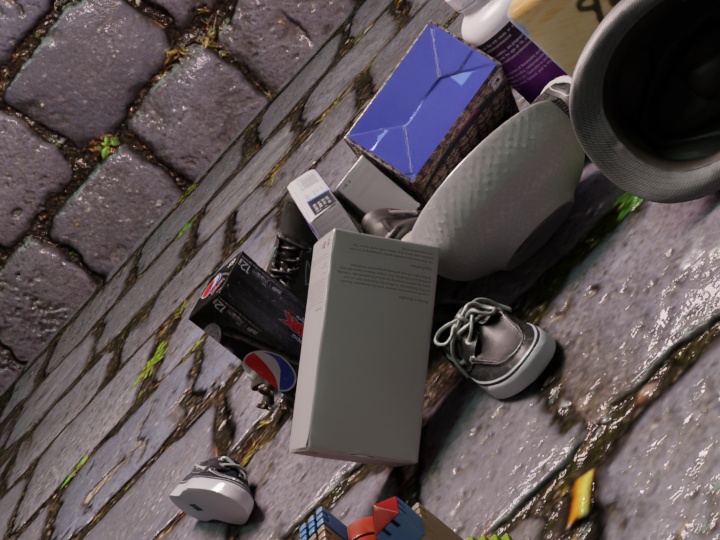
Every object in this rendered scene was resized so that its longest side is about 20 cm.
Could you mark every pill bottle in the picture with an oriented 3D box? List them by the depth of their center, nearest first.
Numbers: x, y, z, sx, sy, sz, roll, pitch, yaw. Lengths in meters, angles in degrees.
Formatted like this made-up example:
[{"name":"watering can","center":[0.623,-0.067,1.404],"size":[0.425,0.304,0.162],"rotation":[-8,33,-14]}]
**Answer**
[{"name":"pill bottle","center":[0.187,-0.251,1.537],"size":[0.112,0.200,0.113],"rotation":[-44,17,17]}]

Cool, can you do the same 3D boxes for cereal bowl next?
[{"name":"cereal bowl","center":[0.144,-0.062,1.372],"size":[0.200,0.083,0.200],"rotation":[-42,-15,-13]}]

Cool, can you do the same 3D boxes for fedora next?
[{"name":"fedora","center":[0.280,-0.156,1.206],"size":[0.200,0.177,0.090],"rotation":[-53,-16,18]}]

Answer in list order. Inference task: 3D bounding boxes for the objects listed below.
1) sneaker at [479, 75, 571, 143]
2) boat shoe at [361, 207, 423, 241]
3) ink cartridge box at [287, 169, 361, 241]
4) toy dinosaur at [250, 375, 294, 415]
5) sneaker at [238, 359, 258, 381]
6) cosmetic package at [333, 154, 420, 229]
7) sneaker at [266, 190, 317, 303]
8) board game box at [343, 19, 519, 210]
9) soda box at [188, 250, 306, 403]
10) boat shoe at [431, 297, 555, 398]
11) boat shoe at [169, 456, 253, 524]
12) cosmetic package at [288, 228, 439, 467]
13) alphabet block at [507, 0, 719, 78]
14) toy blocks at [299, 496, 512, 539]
[{"name":"sneaker","center":[0.175,-0.129,1.494],"size":[0.086,0.081,0.200],"rotation":[-35,-4,-25]},{"name":"boat shoe","center":[0.063,-0.038,1.479],"size":[0.067,0.057,0.200],"rotation":[-53,-19,15]},{"name":"ink cartridge box","center":[0.000,0.000,1.505],"size":[0.043,0.201,0.198],"rotation":[-32,17,-1]},{"name":"toy dinosaur","center":[-0.082,0.111,1.667],"size":[0.200,0.077,0.103],"rotation":[109,-179,-71]},{"name":"sneaker","center":[-0.136,0.078,1.760],"size":[0.075,0.088,0.200],"rotation":[-45,-16,-9]},{"name":"cosmetic package","center":[0.012,-0.075,1.586],"size":[0.051,0.082,0.200],"rotation":[-52,2,-3]},{"name":"sneaker","center":[-0.068,-0.009,1.647],"size":[0.079,0.075,0.201],"rotation":[-46,-29,-35]},{"name":"board game box","center":[0.087,-0.152,1.582],"size":[0.160,0.097,0.200],"rotation":[-54,-20,-3]},{"name":"soda box","center":[-0.078,0.076,1.507],"size":[0.063,0.200,0.071],"rotation":[-37,19,41]},{"name":"boat shoe","center":[0.107,0.059,1.283],"size":[0.074,0.068,0.199],"rotation":[-50,16,-2]},{"name":"boat shoe","center":[-0.156,0.239,1.599],"size":[0.068,0.072,0.200],"rotation":[-57,10,-20]},{"name":"cosmetic package","center":[0.003,0.073,1.306],"size":[0.085,0.107,0.201],"rotation":[151,129,-73]},{"name":"alphabet block","center":[0.291,-0.279,1.342],"size":[0.200,0.195,0.197],"rotation":[-33,25,49]},{"name":"toy blocks","center":[-0.002,0.235,1.046],"size":[0.200,0.137,0.100],"rotation":[-46,16,11]}]
